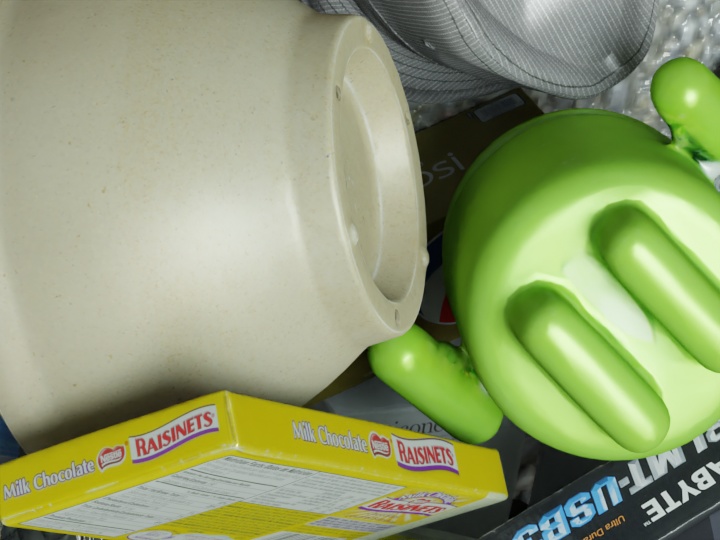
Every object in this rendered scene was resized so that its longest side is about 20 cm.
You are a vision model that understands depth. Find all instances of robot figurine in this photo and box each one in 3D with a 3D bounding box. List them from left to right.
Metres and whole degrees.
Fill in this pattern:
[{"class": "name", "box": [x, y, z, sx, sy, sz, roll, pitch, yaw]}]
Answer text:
[{"class": "robot figurine", "box": [0.092, 0.003, 1.140, 0.116, 0.200, 0.175, 43, 98, -12]}]

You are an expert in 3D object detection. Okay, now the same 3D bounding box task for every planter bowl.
[{"class": "planter bowl", "box": [-0.053, -0.027, 1.088, 0.134, 0.201, 0.201, -7, 131, 16]}]

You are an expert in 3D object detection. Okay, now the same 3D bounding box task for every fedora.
[{"class": "fedora", "box": [0.065, -0.134, 1.172, 0.176, 0.090, 0.200, -30, 130, -6]}]

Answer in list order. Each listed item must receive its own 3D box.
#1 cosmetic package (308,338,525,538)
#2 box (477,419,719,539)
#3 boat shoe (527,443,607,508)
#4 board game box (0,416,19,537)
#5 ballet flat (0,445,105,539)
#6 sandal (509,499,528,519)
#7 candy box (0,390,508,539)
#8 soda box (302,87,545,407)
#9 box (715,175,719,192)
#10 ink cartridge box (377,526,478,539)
[{"class": "cosmetic package", "box": [0.006, 0.123, 1.332, 0.101, 0.071, 0.201, -6, 124, -23]}, {"class": "box", "box": [0.094, 0.152, 1.198, 0.198, 0.050, 0.200, -31, 148, -9]}, {"class": "boat shoe", "box": [0.116, 0.108, 1.348, 0.057, 0.068, 0.201, 35, 74, -41]}, {"class": "board game box", "box": [-0.170, 0.108, 1.186, 0.200, 0.034, 0.136, -27, 119, -39]}, {"class": "ballet flat", "box": [-0.126, 0.032, 1.154, 0.057, 0.201, 0.066, -6, 170, 15]}, {"class": "sandal", "box": [0.094, 0.191, 1.429, 0.057, 0.080, 0.201, -26, 120, 12]}, {"class": "candy box", "box": [-0.036, 0.079, 1.082, 0.102, 0.027, 0.200, -22, 161, 25]}, {"class": "soda box", "box": [0.000, 0.000, 1.249, 0.199, 0.064, 0.068, -24, 129, -10]}, {"class": "box", "box": [0.195, -0.015, 1.237, 0.040, 0.137, 0.201, 34, 70, -40]}, {"class": "ink cartridge box", "box": [0.000, 0.187, 1.273, 0.199, 0.047, 0.198, 14, 130, -10]}]
